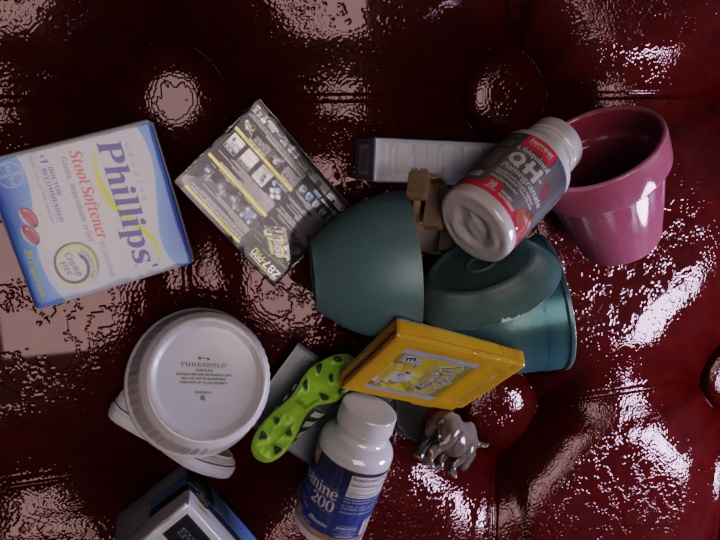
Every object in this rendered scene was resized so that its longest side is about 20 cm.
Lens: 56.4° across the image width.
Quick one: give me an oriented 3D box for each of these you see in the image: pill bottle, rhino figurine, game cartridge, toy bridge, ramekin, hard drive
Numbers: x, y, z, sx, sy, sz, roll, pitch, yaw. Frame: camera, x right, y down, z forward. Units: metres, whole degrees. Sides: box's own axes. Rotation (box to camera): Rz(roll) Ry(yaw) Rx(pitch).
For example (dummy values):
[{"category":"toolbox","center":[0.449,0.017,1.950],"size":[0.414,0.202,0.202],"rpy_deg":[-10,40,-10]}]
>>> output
[{"category":"pill bottle","center":[-0.018,0.283,0.961],"size":[0.109,0.111,0.203],"rpy_deg":[13,107,-18]},{"category":"rhino figurine","center":[0.149,0.274,1.049],"size":[0.089,0.059,0.200],"rpy_deg":[-61,143,-7]},{"category":"pill bottle","center":[0.205,-0.114,0.880],"size":[0.200,0.110,0.112],"rpy_deg":[-43,110,-26]},{"category":"game cartridge","center":[0.094,0.137,0.918],"size":[0.197,0.177,0.033],"rpy_deg":[16,53,-20]},{"category":"toy bridge","center":[0.102,-0.087,0.900],"size":[0.027,0.200,0.069],"rpy_deg":[2,71,21]},{"category":"ramekin","center":[-0.211,0.147,0.896],"size":[0.198,0.094,0.207],"rpy_deg":[4,78,-22]},{"category":"hard drive","center":[-0.063,0.217,1.021],"size":[0.199,0.033,0.140],"rpy_deg":[38,88,-20]}]

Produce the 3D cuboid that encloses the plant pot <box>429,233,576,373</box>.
[{"category":"plant pot","center":[0.193,0.065,0.992],"size":[0.184,0.200,0.204],"rpy_deg":[-12,104,0]}]

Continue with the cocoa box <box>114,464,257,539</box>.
[{"category":"cocoa box","center":[-0.237,0.404,0.952],"size":[0.133,0.131,0.202],"rpy_deg":[-36,108,-6]}]

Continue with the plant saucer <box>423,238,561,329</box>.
[{"category":"plant saucer","center":[0.160,0.005,0.880],"size":[0.197,0.200,0.036],"rpy_deg":[-27,115,-10]}]

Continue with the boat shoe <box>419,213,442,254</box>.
[{"category":"boat shoe","center":[0.152,-0.067,1.026],"size":[0.196,0.058,0.068],"rpy_deg":[0,136,-13]}]

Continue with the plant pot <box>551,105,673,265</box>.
[{"category":"plant pot","center":[0.374,-0.116,1.014],"size":[0.198,0.200,0.181],"rpy_deg":[-35,123,-7]}]

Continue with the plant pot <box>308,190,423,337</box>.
[{"category":"plant pot","center":[0.000,0.000,0.909],"size":[0.132,0.200,0.205],"rpy_deg":[-6,102,-7]}]

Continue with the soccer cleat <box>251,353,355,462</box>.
[{"category":"soccer cleat","center":[-0.082,0.193,0.962],"size":[0.068,0.081,0.199],"rpy_deg":[48,63,2]}]

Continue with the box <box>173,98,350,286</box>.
[{"category":"box","center":[-0.133,-0.106,0.930],"size":[0.161,0.049,0.200],"rpy_deg":[-45,110,-6]}]

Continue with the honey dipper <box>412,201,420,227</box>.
[{"category":"honey dipper","center":[0.074,-0.041,0.961],"size":[0.037,0.038,0.203],"rpy_deg":[-13,133,-14]}]

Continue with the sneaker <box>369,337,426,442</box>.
[{"category":"sneaker","center":[0.064,0.156,1.026],"size":[0.102,0.060,0.204],"rpy_deg":[10,84,-26]}]

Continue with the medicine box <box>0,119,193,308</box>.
[{"category":"medicine box","center":[-0.332,-0.076,0.848],"size":[0.196,0.103,0.186],"rpy_deg":[-17,105,-12]}]

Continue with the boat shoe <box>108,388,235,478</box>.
[{"category":"boat shoe","center":[-0.252,0.222,0.943],"size":[0.198,0.074,0.067],"rpy_deg":[33,91,-19]}]

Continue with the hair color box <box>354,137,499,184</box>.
[{"category":"hair color box","center":[0.098,-0.156,0.962],"size":[0.196,0.099,0.062],"rpy_deg":[0,100,-17]}]
